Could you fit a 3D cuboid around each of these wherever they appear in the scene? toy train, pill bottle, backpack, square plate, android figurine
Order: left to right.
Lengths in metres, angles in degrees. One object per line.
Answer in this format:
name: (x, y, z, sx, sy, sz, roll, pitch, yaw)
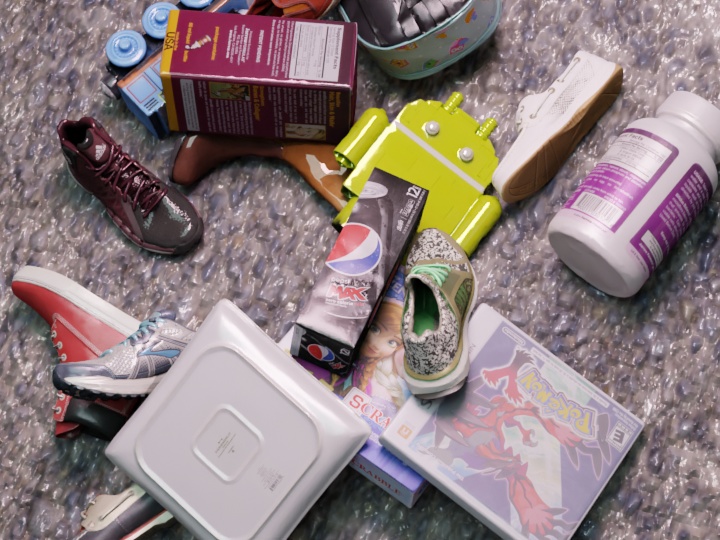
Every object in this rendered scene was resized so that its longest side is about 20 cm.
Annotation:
toy train: (-0.197, -0.246, 1.744, 0.200, 0.087, 0.114, -41, 74, -11)
square plate: (-0.122, 0.164, 1.478, 0.198, 0.028, 0.200, 40, 99, 13)
backpack: (0.057, -0.306, 1.677, 0.175, 0.153, 0.201, -29, 56, 5)
android figurine: (0.065, -0.097, 1.626, 0.182, 0.041, 0.200, 39, 78, 3)
pill bottle: (0.287, -0.081, 1.556, 0.112, 0.112, 0.200, 35, 77, 23)

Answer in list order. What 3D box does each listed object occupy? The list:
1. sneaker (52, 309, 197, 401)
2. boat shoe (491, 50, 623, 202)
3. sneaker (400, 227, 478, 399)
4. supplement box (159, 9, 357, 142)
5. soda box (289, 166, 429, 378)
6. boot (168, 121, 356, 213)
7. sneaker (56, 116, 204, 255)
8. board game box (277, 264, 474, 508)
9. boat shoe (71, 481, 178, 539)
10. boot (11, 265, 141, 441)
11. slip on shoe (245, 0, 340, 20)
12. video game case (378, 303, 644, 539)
sneaker: (-0.216, 0.085, 1.559, 0.199, 0.078, 0.087, -2, 83, -31)
boat shoe: (0.195, -0.154, 1.633, 0.069, 0.071, 0.200, 34, 67, 23)
sneaker: (0.070, 0.022, 1.482, 0.076, 0.089, 0.201, -9, 46, 10)
supplement box: (-0.103, -0.203, 1.627, 0.199, 0.110, 0.086, 4, 64, 1)
soda box: (0.000, 0.000, 1.517, 0.063, 0.071, 0.201, 23, 59, 5)
boot: (-0.086, -0.118, 1.683, 0.200, 0.069, 0.188, 38, 68, 19)
sneaker: (-0.261, -0.098, 1.669, 0.200, 0.116, 0.076, 34, 76, 23)
board game box: (0.027, 0.098, 1.527, 0.200, 0.041, 0.200, 33, 62, 14)
boat shoe: (-0.238, 0.246, 1.533, 0.199, 0.071, 0.063, -32, 79, -10)
boot: (-0.312, 0.092, 1.623, 0.199, 0.072, 0.145, 29, 76, 18)
slip on shoe: (-0.068, -0.299, 1.647, 0.061, 0.200, 0.074, -3, 62, -39)
video game case: (0.146, 0.154, 1.476, 0.200, 0.023, 0.182, 37, 63, 6)
